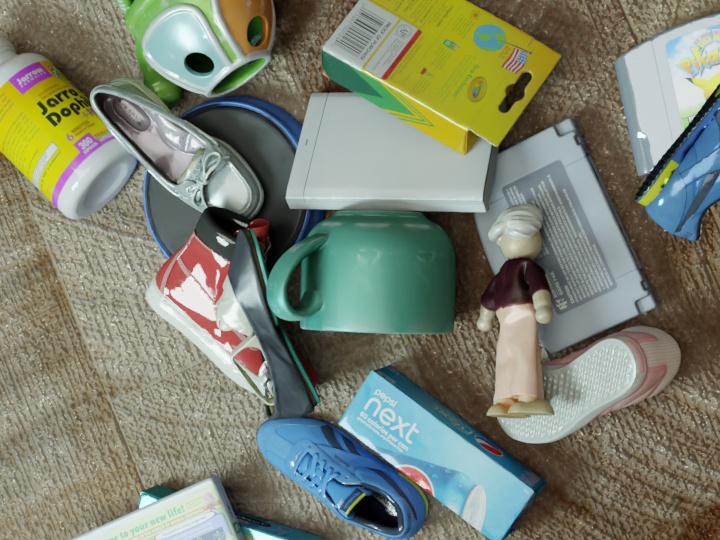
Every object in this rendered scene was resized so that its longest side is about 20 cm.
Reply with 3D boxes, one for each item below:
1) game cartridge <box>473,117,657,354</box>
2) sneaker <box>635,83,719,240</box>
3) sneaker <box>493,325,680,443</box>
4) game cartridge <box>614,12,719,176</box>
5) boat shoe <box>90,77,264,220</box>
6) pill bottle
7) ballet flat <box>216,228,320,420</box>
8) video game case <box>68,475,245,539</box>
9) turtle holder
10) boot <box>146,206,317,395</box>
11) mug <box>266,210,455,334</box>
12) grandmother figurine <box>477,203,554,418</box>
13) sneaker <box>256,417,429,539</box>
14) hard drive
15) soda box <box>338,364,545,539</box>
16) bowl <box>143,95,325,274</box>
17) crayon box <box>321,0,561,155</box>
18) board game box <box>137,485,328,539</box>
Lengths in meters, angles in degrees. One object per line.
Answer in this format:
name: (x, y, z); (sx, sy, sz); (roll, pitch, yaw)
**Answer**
game cartridge: (0.188, -0.029, 1.649); (0.132, 0.041, 0.202); (-26, 85, 21)
sneaker: (0.337, -0.119, 1.544); (0.078, 0.066, 0.201); (36, 103, 1)
sneaker: (0.224, 0.109, 1.631); (0.200, 0.104, 0.076); (-31, 76, 46)
game cartridge: (0.344, -0.174, 1.595); (0.198, 0.040, 0.135); (-13, 85, 17)
boat shoe: (-0.185, -0.118, 1.699); (0.202, 0.065, 0.075); (42, 103, 2)
pill bottle: (-0.332, -0.155, 1.769); (0.200, 0.104, 0.104); (43, 103, 11)
ballet flat: (-0.100, 0.059, 1.640); (0.072, 0.073, 0.201); (-13, 112, 17)
video game case: (-0.196, 0.331, 1.742); (0.199, 0.022, 0.183); (-25, 85, 18)
turtle holder: (-0.168, -0.238, 1.696); (0.185, 0.141, 0.132); (-32, 84, 15)
boot: (-0.100, 0.032, 1.693); (0.199, 0.073, 0.144); (38, 118, -5)
mug: (0.011, 0.000, 1.627); (0.151, 0.185, 0.116); (2, 90, 21)
grandmother figurine: (0.149, 0.037, 1.604); (0.121, 0.060, 0.202); (-10, 75, 52)
sneaker: (-0.024, 0.206, 1.704); (0.199, 0.078, 0.066); (29, 102, 16)
hard drive: (0.035, -0.117, 1.662); (0.198, 0.027, 0.133); (2, 57, 17)
soda box: (0.081, 0.180, 1.677); (0.199, 0.064, 0.068); (36, 102, 13)
bowl: (-0.133, -0.079, 1.745); (0.199, 0.039, 0.203); (1, 92, 17)
crayon box: (0.077, -0.199, 1.638); (0.199, 0.051, 0.127); (32, 68, 15)
board game box: (-0.146, 0.326, 1.762); (0.198, 0.047, 0.152); (15, 97, 16)
